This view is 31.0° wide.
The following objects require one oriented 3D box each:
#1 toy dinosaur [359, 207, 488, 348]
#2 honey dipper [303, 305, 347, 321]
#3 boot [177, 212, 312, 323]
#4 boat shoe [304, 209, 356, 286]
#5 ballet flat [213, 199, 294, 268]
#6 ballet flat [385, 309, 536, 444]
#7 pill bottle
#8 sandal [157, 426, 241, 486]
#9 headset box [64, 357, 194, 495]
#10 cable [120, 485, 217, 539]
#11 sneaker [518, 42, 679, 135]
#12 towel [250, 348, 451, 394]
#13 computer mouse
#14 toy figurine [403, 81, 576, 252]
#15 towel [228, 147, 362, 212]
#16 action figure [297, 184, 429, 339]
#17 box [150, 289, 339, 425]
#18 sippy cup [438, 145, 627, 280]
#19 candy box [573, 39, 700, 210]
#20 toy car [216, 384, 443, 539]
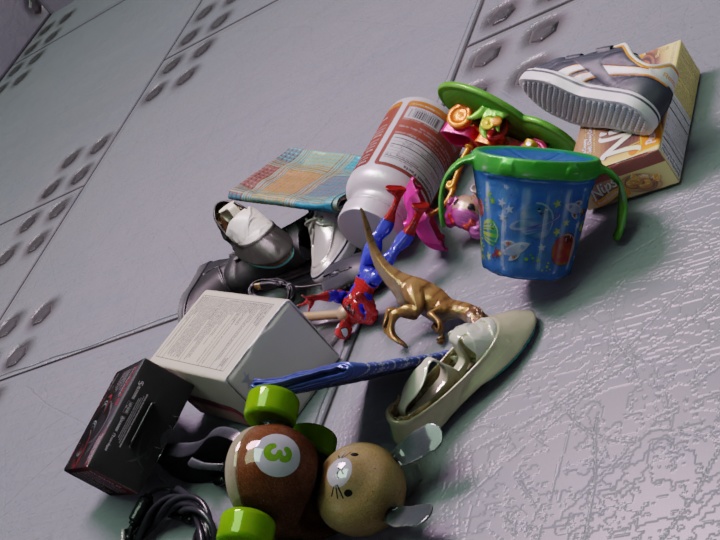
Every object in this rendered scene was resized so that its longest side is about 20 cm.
[{"bbox_3d":[0.057,0.028,1.471,0.200,0.060,0.106,33,91,23],"label":"toy dinosaur"},{"bbox_3d":[-0.083,0.059,1.666,0.200,0.038,0.038,-8,42,44],"label":"honey dipper"},{"bbox_3d":[-0.149,0.013,1.796,0.200,0.066,0.165,-21,36,25],"label":"boot"},{"bbox_3d":[-0.046,-0.060,1.744,0.071,0.070,0.200,-33,27,33],"label":"boat shoe"},{"bbox_3d":[-0.157,-0.054,1.762,0.068,0.068,0.200,-41,27,-13],"label":"ballet flat"},{"bbox_3d":[0.101,0.100,1.343,0.200,0.069,0.069,-46,28,-10],"label":"ballet flat"},{"bbox_3d":[0.049,-0.120,1.674,0.112,0.112,0.200,-10,41,45],"label":"pill bottle"},{"bbox_3d":[-0.172,0.228,1.504,0.200,0.076,0.043,-23,30,51],"label":"sandal"},{"bbox_3d":[-0.285,0.195,1.597,0.149,0.075,0.200,-64,15,-18],"label":"headset box"},{"bbox_3d":[-0.232,0.322,1.460,0.163,0.051,0.200,-49,29,-14],"label":"cable"},{"bbox_3d":[0.267,-0.206,1.439,0.200,0.078,0.079,24,73,48],"label":"sneaker"},{"bbox_3d":[-0.004,0.105,1.375,0.145,0.024,0.200,-17,-8,37],"label":"towel"},{"bbox_3d":[-0.056,0.011,1.644,0.200,0.034,0.059,-11,59,21],"label":"computer mouse"},{"bbox_3d":[0.137,-0.104,1.567,0.200,0.150,0.184,24,81,34],"label":"toy figurine"},{"bbox_3d":[-0.066,-0.126,1.774,0.200,0.022,0.147,10,36,38],"label":"towel"},{"bbox_3d":[0.000,0.000,1.529,0.065,0.099,0.200,36,116,28],"label":"action figure"},{"bbox_3d":[-0.145,0.109,1.594,0.200,0.109,0.128,6,53,54],"label":"box"},{"bbox_3d":[0.181,-0.060,1.378,0.178,0.131,0.140,13,14,37],"label":"sippy cup"},{"bbox_3d":[0.311,-0.166,1.468,0.115,0.055,0.200,-18,36,37],"label":"candy box"},{"bbox_3d":[-0.017,0.207,1.268,0.200,0.158,0.165,-9,52,27],"label":"toy car"}]
